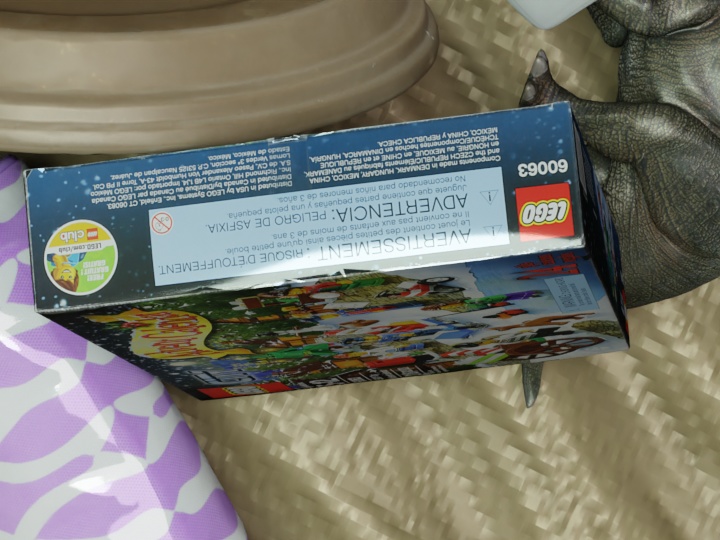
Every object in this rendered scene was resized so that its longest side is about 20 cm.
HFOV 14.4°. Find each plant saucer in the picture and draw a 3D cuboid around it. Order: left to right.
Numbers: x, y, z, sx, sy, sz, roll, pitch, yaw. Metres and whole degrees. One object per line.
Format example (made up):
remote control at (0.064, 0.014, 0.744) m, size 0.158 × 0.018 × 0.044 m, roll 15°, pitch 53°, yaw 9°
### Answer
plant saucer at (-0.077, -0.078, 0.781) m, size 0.199 × 0.200 × 0.030 m, roll -1°, pitch 113°, yaw -13°

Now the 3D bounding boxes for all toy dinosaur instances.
toy dinosaur at (0.101, -0.049, 0.885) m, size 0.102 × 0.077 × 0.200 m, roll 18°, pitch 84°, yaw 1°

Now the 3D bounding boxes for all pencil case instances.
pencil case at (-0.090, 0.062, 0.839) m, size 0.085 × 0.084 × 0.200 m, roll -37°, pitch 99°, yaw -29°

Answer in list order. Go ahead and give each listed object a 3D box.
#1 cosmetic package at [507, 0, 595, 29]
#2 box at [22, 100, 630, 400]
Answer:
cosmetic package at (0.065, -0.214, 0.794) m, size 0.200 × 0.166 × 0.167 m, roll 45°, pitch 48°, yaw -10°
box at (0.000, 0.000, 0.782) m, size 0.136 × 0.200 × 0.038 m, roll -8°, pitch 80°, yaw 8°
